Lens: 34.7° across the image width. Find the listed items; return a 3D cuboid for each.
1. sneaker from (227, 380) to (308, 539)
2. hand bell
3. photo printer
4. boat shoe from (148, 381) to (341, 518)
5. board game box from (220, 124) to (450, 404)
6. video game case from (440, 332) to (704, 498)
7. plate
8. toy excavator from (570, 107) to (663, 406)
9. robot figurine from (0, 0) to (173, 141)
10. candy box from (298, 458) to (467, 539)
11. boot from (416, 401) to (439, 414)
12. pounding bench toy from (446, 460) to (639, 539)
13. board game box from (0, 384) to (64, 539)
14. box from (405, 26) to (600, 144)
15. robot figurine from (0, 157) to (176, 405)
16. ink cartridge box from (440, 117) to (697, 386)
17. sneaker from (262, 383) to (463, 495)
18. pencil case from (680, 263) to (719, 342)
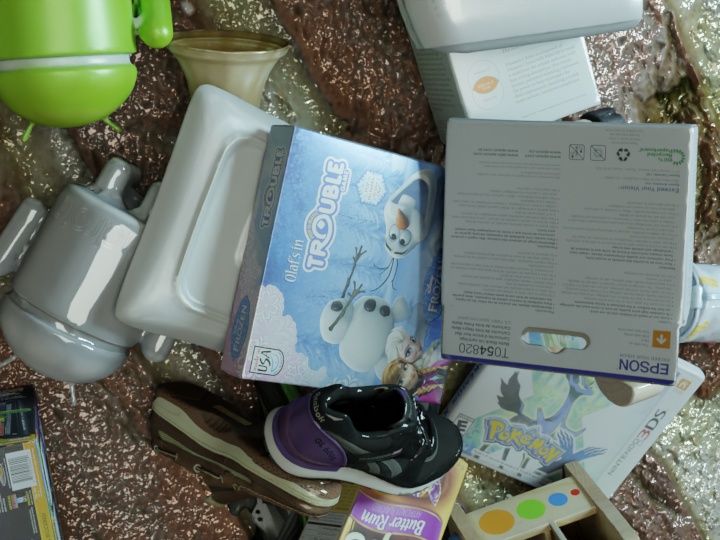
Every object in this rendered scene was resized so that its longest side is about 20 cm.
[{"bbox_3d":[-0.081,0.184,1.031,0.084,0.077,0.200,-4,97,-12],"label":"sneaker"},{"bbox_3d":[-0.117,-0.097,0.982,0.104,0.104,0.200,-1,112,-15],"label":"hand bell"},{"bbox_3d":[0.119,-0.262,0.912,0.200,0.069,0.167,-10,102,-14],"label":"photo printer"},{"bbox_3d":[-0.102,0.167,0.977,0.075,0.202,0.075,3,109,-52],"label":"boat shoe"},{"bbox_3d":[0.000,0.000,0.947,0.199,0.043,0.200,11,92,-32],"label":"board game box"},{"bbox_3d":[0.195,0.129,1.093,0.200,0.022,0.182,25,112,-17],"label":"video game case"},{"bbox_3d":[-0.077,-0.024,0.939,0.199,0.032,0.200,22,85,-34],"label":"plate"},{"bbox_3d":[0.201,-0.009,0.979,0.100,0.200,0.195,-15,139,-22],"label":"toy excavator"},{"bbox_3d":[-0.238,-0.204,0.903,0.175,0.116,0.200,-5,101,-8],"label":"robot figurine"},{"bbox_3d":[0.013,0.231,1.018,0.117,0.056,0.200,42,59,-32],"label":"candy box"},{"bbox_3d":[0.002,0.046,1.042,0.132,0.070,0.200,-7,90,-11],"label":"boot"},{"bbox_3d":[0.170,0.315,1.091,0.156,0.124,0.200,-17,119,-10],"label":"pounding bench toy"},{"bbox_3d":[-0.273,0.211,0.935,0.057,0.165,0.200,-11,101,-16],"label":"board game box"},{"bbox_3d":[0.111,-0.222,1.005,0.124,0.097,0.200,-21,104,-11],"label":"box"},{"bbox_3d":[-0.220,0.007,0.944,0.170,0.113,0.200,28,91,3],"label":"robot figurine"},{"bbox_3d":[0.162,-0.019,0.914,0.199,0.041,0.200,6,99,24],"label":"ink cartridge box"},{"bbox_3d":[0.026,0.132,0.926,0.200,0.088,0.076,9,55,-42],"label":"sneaker"},{"bbox_3d":[0.389,0.038,1.127,0.200,0.091,0.083,6,98,-15],"label":"pencil case"}]
